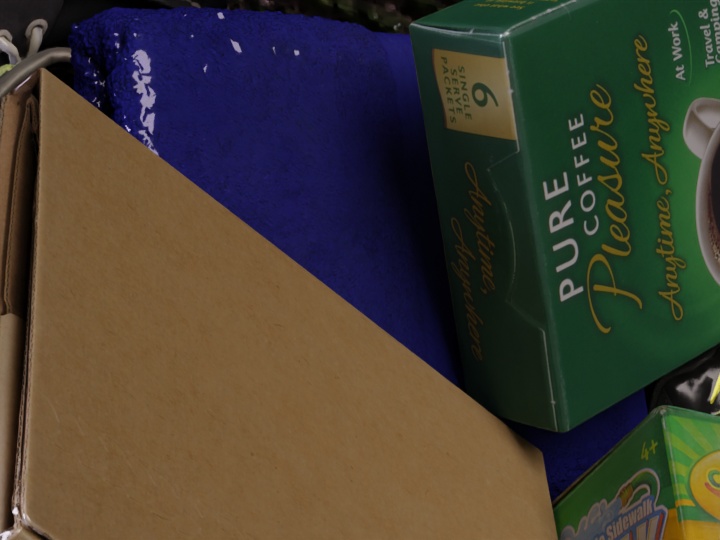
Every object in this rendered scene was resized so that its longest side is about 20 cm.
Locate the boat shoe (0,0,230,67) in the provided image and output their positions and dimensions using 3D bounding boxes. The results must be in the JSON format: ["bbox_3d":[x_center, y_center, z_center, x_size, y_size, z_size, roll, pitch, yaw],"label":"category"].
[{"bbox_3d":[-0.128,-0.084,0.801,0.199,0.074,0.061,13,60,-32],"label":"boat shoe"}]

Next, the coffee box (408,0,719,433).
[{"bbox_3d":[0.104,-0.046,0.802,0.199,0.044,0.124,-28,117,-36],"label":"coffee box"}]

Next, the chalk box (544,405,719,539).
[{"bbox_3d":[0.110,0.122,0.757,0.123,0.125,0.201,12,50,-24],"label":"chalk box"}]

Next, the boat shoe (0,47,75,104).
[{"bbox_3d":[-0.113,0.019,0.739,0.072,0.060,0.202,27,47,-13],"label":"boat shoe"}]

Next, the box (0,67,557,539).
[{"bbox_3d":[-0.015,0.057,0.669,0.200,0.021,0.164,38,28,-30],"label":"box"}]

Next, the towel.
[{"bbox_3d":[0.000,0.000,0.794,0.199,0.049,0.149,1,79,-44],"label":"towel"}]

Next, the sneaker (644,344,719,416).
[{"bbox_3d":[0.134,-0.002,0.900,0.084,0.075,0.201,24,48,-14],"label":"sneaker"}]
